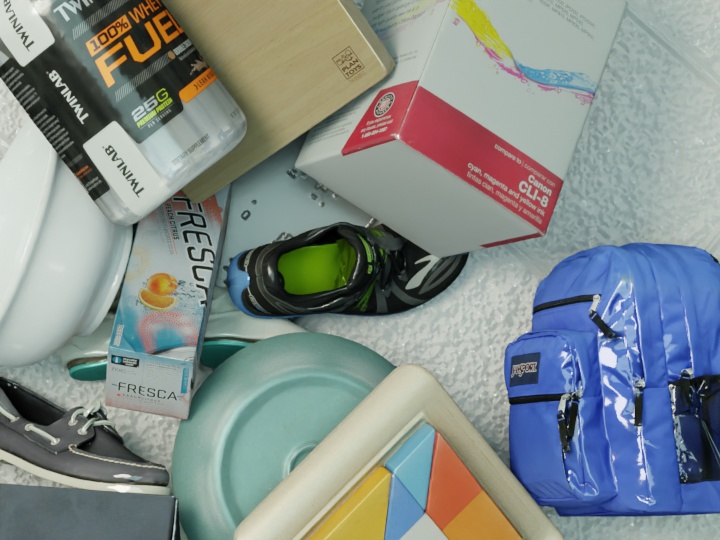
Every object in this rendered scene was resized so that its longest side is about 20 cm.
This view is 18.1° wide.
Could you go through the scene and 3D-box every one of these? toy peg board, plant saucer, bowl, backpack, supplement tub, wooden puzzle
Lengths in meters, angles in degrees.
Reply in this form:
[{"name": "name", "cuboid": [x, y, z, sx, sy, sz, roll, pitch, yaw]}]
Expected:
[{"name": "toy peg board", "cuboid": [-0.090, -0.191, 1.634, 0.199, 0.098, 0.200, -31, 99, 33]}, {"name": "plant saucer", "cuboid": [-0.036, 0.144, 1.626, 0.198, 0.036, 0.202, 1, 86, -10]}, {"name": "bowl", "cuboid": [-0.227, -0.010, 1.662, 0.090, 0.201, 0.202, 22, 88, -21]}, {"name": "backpack", "cuboid": [0.194, 0.079, 1.663, 0.167, 0.162, 0.202, 4, 82, -29]}, {"name": "supplement tub", "cuboid": [-0.179, -0.141, 1.567, 0.122, 0.123, 0.200, -38, 97, -3]}, {"name": "wooden puzzle", "cuboid": [0.034, 0.195, 1.602, 0.185, 0.037, 0.200, -44, 114, -9]}]

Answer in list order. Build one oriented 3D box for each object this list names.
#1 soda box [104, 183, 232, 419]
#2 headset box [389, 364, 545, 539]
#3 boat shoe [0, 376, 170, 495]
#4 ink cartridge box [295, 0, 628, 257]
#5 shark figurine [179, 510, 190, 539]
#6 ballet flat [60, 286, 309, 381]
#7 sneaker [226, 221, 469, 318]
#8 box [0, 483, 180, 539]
[{"name": "soda box", "cuboid": [-0.139, 0.009, 1.658, 0.063, 0.069, 0.201, 9, 47, -1]}, {"name": "headset box", "cuboid": [0.017, 0.189, 1.703, 0.200, 0.093, 0.174, -43, 90, -3]}, {"name": "boat shoe", "cuboid": [-0.215, 0.123, 1.666, 0.199, 0.072, 0.063, 12, 88, 39]}, {"name": "ink cartridge box", "cuboid": [0.075, -0.136, 1.643, 0.144, 0.145, 0.201, 31, 69, -24]}, {"name": "shark figurine", "cuboid": [-0.208, 0.188, 1.716, 0.213, 0.128, 0.090, -1, 63, 15]}, {"name": "ballet flat", "cuboid": [-0.129, 0.043, 1.720, 0.198, 0.069, 0.070, -4, 89, -2]}, {"name": "sneaker", "cuboid": [0.000, 0.000, 1.696, 0.198, 0.083, 0.071, -8, 87, -28]}, {"name": "box", "cuboid": [-0.229, 0.257, 1.622, 0.198, 0.197, 0.125, 4, 52, 1]}]
